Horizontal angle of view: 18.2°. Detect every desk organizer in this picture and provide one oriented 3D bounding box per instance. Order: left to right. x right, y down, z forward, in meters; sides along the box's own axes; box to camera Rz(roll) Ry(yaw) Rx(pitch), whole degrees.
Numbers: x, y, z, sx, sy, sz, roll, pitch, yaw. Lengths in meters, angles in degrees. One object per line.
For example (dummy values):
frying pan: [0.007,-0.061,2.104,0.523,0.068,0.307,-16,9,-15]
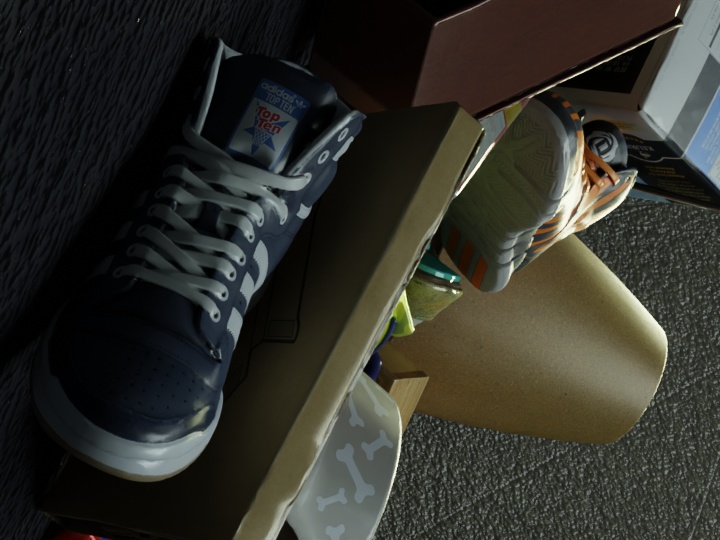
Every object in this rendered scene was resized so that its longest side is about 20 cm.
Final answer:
desk organizer: [0.073,-0.133,1.053,0.200,0.072,0.077,-27,147,-36]

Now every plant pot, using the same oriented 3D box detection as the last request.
plant pot: [0.106,0.036,1.555,0.187,0.200,0.186,-56,-163,26]

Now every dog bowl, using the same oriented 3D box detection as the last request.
dog bowl: [-0.047,0.135,1.257,0.200,0.059,0.200,-54,-163,25]

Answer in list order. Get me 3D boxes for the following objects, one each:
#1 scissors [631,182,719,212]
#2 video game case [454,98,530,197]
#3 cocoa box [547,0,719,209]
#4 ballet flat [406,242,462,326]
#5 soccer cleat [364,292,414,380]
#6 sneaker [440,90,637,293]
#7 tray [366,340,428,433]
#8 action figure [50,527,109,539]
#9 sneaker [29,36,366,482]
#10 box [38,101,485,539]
scissors: [0.140,-0.061,1.428,0.073,0.200,0.014,12,96,-58]
video game case: [0.064,-0.144,1.180,0.200,0.017,0.143,-51,135,-54]
cocoa box: [0.168,-0.133,1.473,0.131,0.200,0.134,38,72,-39]
ballet flat: [0.020,0.004,1.405,0.200,0.071,0.071,-114,-132,-74]
soccer cleat: [0.000,0.000,1.286,0.065,0.084,0.200,-60,174,-34]
sneaker: [0.115,-0.068,1.334,0.112,0.078,0.200,-34,168,-21]
tray: [-0.037,0.124,1.427,0.037,0.099,0.200,-1,123,-48]
action figure: [-0.097,0.090,1.036,0.200,0.052,0.065,-59,177,-18]
sneaker: [-0.056,-0.013,0.812,0.109,0.070,0.200,-61,-177,28]
box: [-0.043,0.023,0.920,0.163,0.021,0.200,-1,-123,56]
